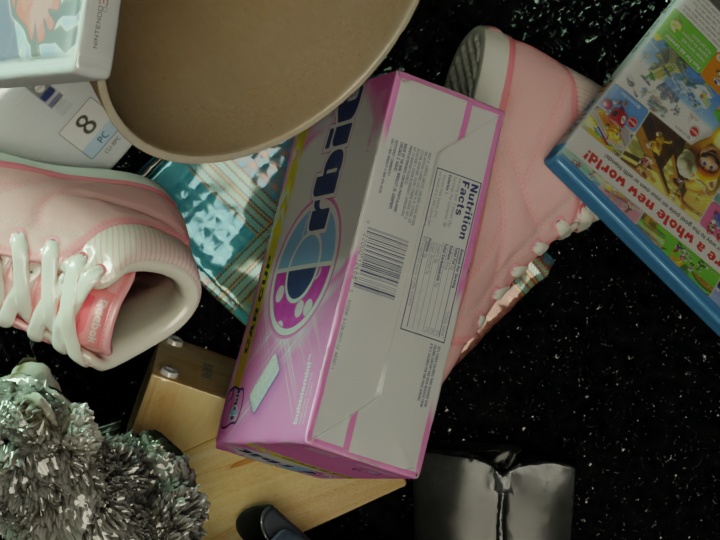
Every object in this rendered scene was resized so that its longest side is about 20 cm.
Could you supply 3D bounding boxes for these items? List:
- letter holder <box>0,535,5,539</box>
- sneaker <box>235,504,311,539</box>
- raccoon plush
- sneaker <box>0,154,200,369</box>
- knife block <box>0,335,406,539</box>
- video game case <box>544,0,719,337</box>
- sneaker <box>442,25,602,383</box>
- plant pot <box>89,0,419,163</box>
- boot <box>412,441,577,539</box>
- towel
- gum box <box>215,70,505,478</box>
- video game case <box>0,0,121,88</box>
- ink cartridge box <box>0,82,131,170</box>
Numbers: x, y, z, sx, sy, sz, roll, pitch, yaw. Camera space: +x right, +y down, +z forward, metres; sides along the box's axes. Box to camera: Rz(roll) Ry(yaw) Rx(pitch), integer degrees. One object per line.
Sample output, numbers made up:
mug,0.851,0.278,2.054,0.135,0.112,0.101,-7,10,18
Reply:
letter holder,-0.247,0.182,1.386,0.141,0.100,0.202,20,104,27
sneaker,-0.023,0.163,1.379,0.198,0.075,0.085,1,81,-22
raccoon plush,-0.131,0.138,1.279,0.096,0.134,0.201,-34,65,14
sneaker,-0.171,-0.004,1.322,0.199,0.105,0.076,1,122,-26
knife block,-0.092,0.135,1.433,0.199,0.064,0.177,18,108,-5
video game case,0.206,-0.082,1.395,0.143,0.018,0.200,43,73,-12
sneaker,0.079,-0.018,1.391,0.104,0.075,0.202,18,83,-20
plant pot,-0.093,-0.188,1.296,0.186,0.200,0.188,-25,142,-21
boot,0.034,0.193,1.457,0.163,0.066,0.202,2,104,-10
towel,-0.012,-0.022,1.431,0.200,0.022,0.147,44,97,-11
gum box,0.000,0.000,1.333,0.066,0.113,0.202,19,78,-24
video game case,-0.157,-0.176,1.230,0.023,0.199,0.184,10,86,-33
ink cartridge box,-0.226,-0.081,1.353,0.160,0.047,0.200,-47,127,7
